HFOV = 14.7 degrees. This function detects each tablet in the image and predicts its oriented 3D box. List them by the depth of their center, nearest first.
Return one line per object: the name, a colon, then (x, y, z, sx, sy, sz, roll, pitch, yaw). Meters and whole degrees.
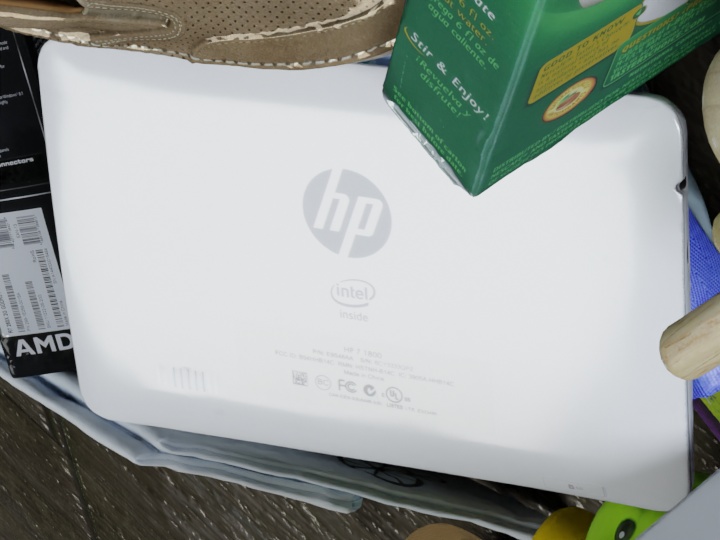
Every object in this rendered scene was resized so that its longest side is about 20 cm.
tablet: (0.000, 0.000, 0.811, 0.200, 0.014, 0.130, 7, 119, 22)

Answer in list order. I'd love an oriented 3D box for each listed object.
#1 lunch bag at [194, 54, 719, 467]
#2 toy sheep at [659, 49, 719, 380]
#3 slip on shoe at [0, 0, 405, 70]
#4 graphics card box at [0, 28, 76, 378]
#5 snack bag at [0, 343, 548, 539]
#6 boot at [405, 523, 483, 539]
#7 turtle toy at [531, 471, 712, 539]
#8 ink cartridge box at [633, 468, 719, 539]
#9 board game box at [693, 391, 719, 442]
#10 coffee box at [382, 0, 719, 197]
lunch bag: (0.028, -0.035, 0.859, 0.170, 0.127, 0.200, 60, 154, -13)
toy sheep: (0.159, 0.013, 0.667, 0.200, 0.138, 0.138, 42, 160, -12)
slip on shoe: (-0.059, -0.094, 0.767, 0.200, 0.061, 0.076, 11, 110, 25)
graphics card box: (-0.127, -0.074, 1.084, 0.126, 0.051, 0.200, -77, -25, -61)
snack bag: (-0.045, 0.067, 1.135, 0.200, 0.021, 0.188, 16, -177, -34)
boot: (0.098, 0.192, 1.157, 0.201, 0.071, 0.144, 37, 162, 32)
turtle toy: (0.100, 0.153, 0.992, 0.146, 0.101, 0.200, 29, 121, 25)
ink cartridge box: (0.127, 0.137, 0.819, 0.083, 0.145, 0.200, 39, 154, 30)
board game box: (0.183, 0.087, 0.861, 0.200, 0.032, 0.120, 53, 161, 0)
coffee box: (0.074, -0.106, 0.666, 0.044, 0.123, 0.200, 50, 160, 16)
